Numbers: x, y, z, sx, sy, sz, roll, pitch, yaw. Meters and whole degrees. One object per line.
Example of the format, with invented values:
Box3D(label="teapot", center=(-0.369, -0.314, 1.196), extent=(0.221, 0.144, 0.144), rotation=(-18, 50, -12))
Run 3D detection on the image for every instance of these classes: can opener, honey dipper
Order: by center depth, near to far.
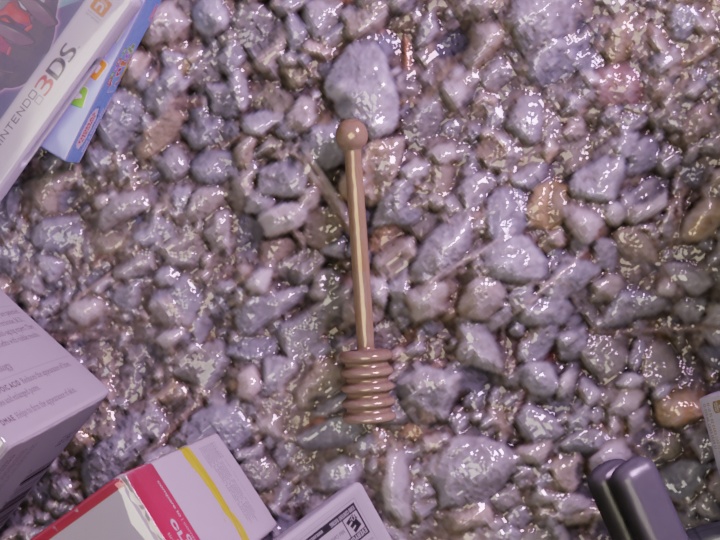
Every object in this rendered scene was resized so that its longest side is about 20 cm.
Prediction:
Box3D(label="can opener", center=(0.215, 0.206, 0.809), extent=(0.066, 0.053, 0.202), rotation=(-24, 89, -25))
Box3D(label="honey dipper", center=(0.000, 0.000, 0.854), extent=(0.037, 0.038, 0.203), rotation=(-3, 91, 7))

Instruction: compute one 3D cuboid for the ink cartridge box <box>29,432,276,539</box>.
Box3D(label="ink cartridge box", center=(-0.148, 0.184, 0.796), extent=(0.144, 0.200, 0.084), rotation=(-37, 85, 8))

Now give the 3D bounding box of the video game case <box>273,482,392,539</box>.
Box3D(label="video game case", center=(-0.025, 0.262, 0.808), extent=(0.024, 0.199, 0.184), rotation=(-28, 91, 47))

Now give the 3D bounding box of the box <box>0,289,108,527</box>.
Box3D(label="box", center=(-0.291, 0.122, 0.813), extent=(0.130, 0.200, 0.200), rotation=(40, 97, 2))

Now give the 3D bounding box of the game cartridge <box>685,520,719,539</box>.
Box3D(label="game cartridge", center=(0.203, 0.255, 0.846), extent=(0.198, 0.041, 0.134), rotation=(-31, 93, 7))

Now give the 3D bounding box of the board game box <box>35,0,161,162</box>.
Box3D(label="board game box", center=(-0.246, -0.190, 0.872), extent=(0.198, 0.037, 0.153), rotation=(29, 96, 3))

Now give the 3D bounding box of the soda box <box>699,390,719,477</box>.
Box3D(label="soda box", center=(0.278, 0.166, 0.787), extent=(0.067, 0.063, 0.203), rotation=(-7, 78, -32))

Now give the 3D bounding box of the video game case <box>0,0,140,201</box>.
Box3D(label="video game case", center=(-0.274, -0.167, 0.847), extent=(0.199, 0.023, 0.183), rotation=(39, 97, 3))
